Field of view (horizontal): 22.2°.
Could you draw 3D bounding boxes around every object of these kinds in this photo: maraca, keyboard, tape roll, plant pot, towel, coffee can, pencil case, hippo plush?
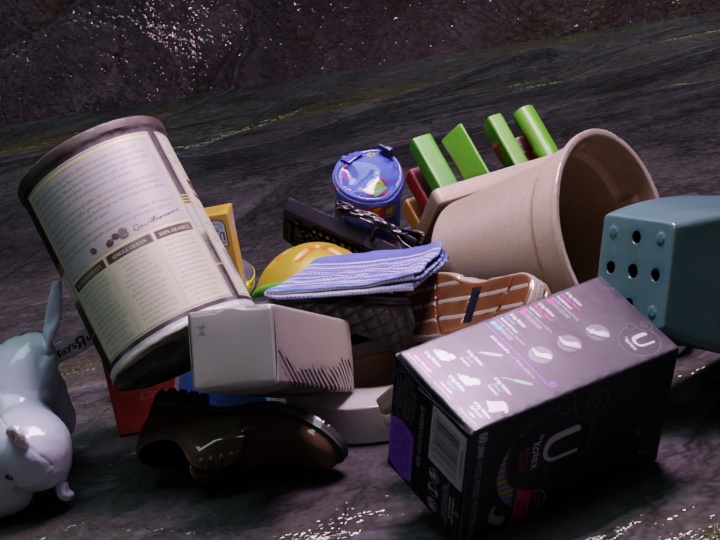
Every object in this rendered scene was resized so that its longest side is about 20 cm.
[{"bbox_3d":[-0.048,0.029,1.939,0.136,0.108,0.200,1,-10,-6],"label":"maraca"},{"bbox_3d":[0.008,-0.023,1.928,0.199,0.127,0.021,24,57,10],"label":"keyboard"},{"bbox_3d":[0.029,0.108,1.711,0.202,0.037,0.203,-11,14,3],"label":"tape roll"},{"bbox_3d":[0.180,-0.022,1.833,0.183,0.201,0.200,-14,10,40],"label":"plant pot"},{"bbox_3d":[0.000,0.000,1.741,0.144,0.024,0.200,-5,7,12],"label":"towel"},{"bbox_3d":[-0.198,-0.015,1.637,0.146,0.201,0.146,-27,-14,-7],"label":"coffee can"},{"bbox_3d":[0.001,-0.048,1.996,0.078,0.200,0.087,-24,58,-21],"label":"pencil case"},{"bbox_3d":[-0.301,0.152,1.655,0.199,0.159,0.161,-30,45,4],"label":"hippo plush"},{"bbox_3d":[0.305,0.005,1.566,0.199,0.142,0.141,4,5,-33],"label":"plant pot"}]

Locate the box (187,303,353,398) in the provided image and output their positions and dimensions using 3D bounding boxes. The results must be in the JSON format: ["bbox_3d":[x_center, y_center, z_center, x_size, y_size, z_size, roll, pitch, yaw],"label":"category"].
[{"bbox_3d":[-0.073,0.072,1.579,0.082,0.069,0.200,-7,-7,19],"label":"box"}]

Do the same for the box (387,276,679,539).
[{"bbox_3d":[0.133,0.106,1.420,0.199,0.123,0.106,-20,44,-26],"label":"box"}]

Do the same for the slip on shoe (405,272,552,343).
[{"bbox_3d":[0.113,0.041,1.721,0.200,0.060,0.076,-10,55,51],"label":"slip on shoe"}]

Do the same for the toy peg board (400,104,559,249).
[{"bbox_3d":[0.130,-0.083,2.014,0.199,0.098,0.199,-17,-26,-22],"label":"toy peg board"}]

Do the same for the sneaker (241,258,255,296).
[{"bbox_3d":[-0.176,0.076,1.927,0.074,0.085,0.200,31,61,34],"label":"sneaker"}]

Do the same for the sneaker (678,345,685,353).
[{"bbox_3d":[0.282,0.033,1.727,0.079,0.079,0.200,-7,26,33],"label":"sneaker"}]

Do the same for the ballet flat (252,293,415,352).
[{"bbox_3d":[-0.046,0.051,1.714,0.199,0.057,0.066,0,4,-6],"label":"ballet flat"}]

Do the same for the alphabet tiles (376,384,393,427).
[{"bbox_3d":[0.114,0.086,1.540,0.199,0.015,0.196,-5,-26,-38],"label":"alphabet tiles"}]

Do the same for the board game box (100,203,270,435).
[{"bbox_3d":[-0.179,0.048,1.764,0.152,0.201,0.040,-11,15,4],"label":"board game box"}]

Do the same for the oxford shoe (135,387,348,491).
[{"bbox_3d":[-0.105,0.160,1.592,0.199,0.073,0.085,1,45,27],"label":"oxford shoe"}]
